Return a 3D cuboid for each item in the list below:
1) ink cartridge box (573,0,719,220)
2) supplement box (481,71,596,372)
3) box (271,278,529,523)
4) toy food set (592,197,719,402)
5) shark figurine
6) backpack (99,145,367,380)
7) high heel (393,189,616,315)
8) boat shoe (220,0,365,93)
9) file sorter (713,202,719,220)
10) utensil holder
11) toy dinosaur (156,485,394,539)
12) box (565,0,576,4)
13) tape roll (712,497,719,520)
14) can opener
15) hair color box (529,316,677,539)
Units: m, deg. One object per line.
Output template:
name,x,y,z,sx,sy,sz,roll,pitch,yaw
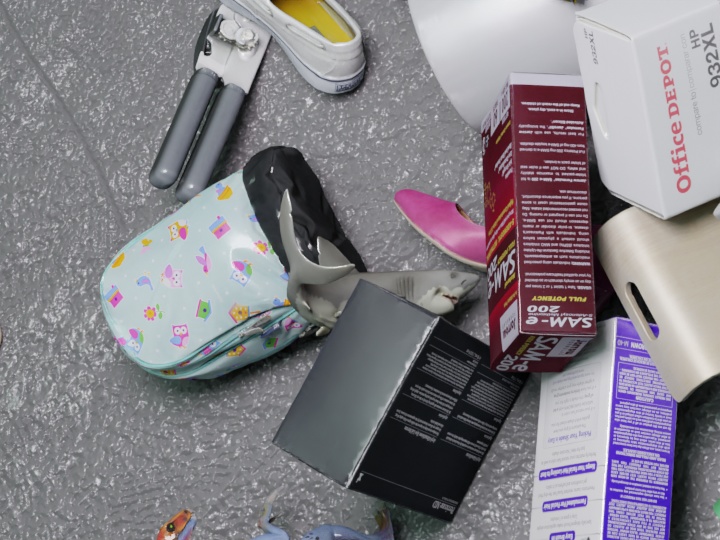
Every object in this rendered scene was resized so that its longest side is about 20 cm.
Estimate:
ink cartridge box,0.269,-0.144,1.565,0.200,0.145,0.084,-22,26,-18
supplement box,0.130,-0.034,1.596,0.061,0.109,0.200,1,72,-9
box,0.035,0.102,1.634,0.079,0.200,0.141,25,88,28
toy food set,0.289,0.003,1.584,0.200,0.060,0.144,-20,66,-12
shark figurine,-0.020,0.004,1.656,0.128,0.214,0.090,-34,63,27
backpack,-0.112,0.005,1.776,0.200,0.127,0.167,-33,68,18
high heel,0.122,-0.036,1.703,0.200,0.067,0.096,34,96,27
boat shoe,-0.067,-0.242,1.829,0.075,0.086,0.202,-27,61,-24
file sorter,0.378,-0.039,1.484,0.200,0.125,0.139,38,79,-7
utensil holder,0.159,-0.212,1.682,0.200,0.170,0.170,-24,67,22
toy dinosaur,-0.062,0.219,1.676,0.181,0.200,0.105,-1,84,-20
box,0.101,-0.299,1.619,0.200,0.049,0.160,20,85,35
tape roll,0.328,0.211,1.463,0.048,0.200,0.200,-48,62,6
can opener,-0.129,-0.143,1.845,0.066,0.053,0.200,-38,28,54
hair color box,0.180,0.143,1.604,0.109,0.065,0.200,159,120,-64
